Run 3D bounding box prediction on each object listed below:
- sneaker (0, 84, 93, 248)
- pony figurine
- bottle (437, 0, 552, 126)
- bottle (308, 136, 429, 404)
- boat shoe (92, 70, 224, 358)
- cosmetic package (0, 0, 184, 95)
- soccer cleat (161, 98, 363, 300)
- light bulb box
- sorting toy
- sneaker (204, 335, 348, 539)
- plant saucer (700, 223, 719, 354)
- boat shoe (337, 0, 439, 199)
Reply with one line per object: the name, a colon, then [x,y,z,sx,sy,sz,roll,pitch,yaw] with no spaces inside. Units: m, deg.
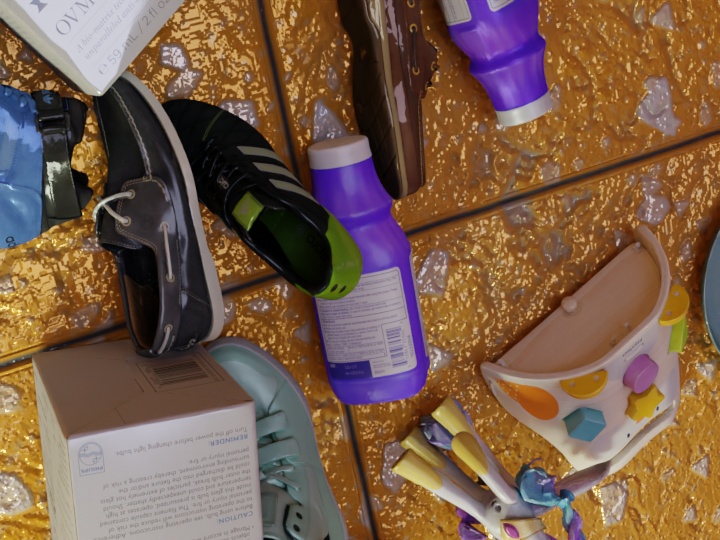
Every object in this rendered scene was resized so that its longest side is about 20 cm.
sneaker: [-0.244,-0.116,0.754,0.110,0.077,0.203,-20,112,-13]
pony figurine: [0.120,0.196,0.926,0.200,0.193,0.167,42,95,2]
bottle: [0.100,-0.216,0.889,0.083,0.065,0.203,-40,116,-41]
bottle: [0.000,0.000,0.877,0.082,0.065,0.204,-9,105,10]
boat shoe: [-0.154,-0.040,0.796,0.067,0.071,0.204,-18,95,-39]
cosmetic package: [-0.186,-0.257,0.731,0.200,0.123,0.200,43,82,-23]
soccer cleat: [-0.079,-0.055,0.800,0.199,0.081,0.068,41,101,9]
light bulb box: [-0.149,0.169,0.785,0.123,0.198,0.204,-7,104,-20]
sorting toy: [0.231,0.099,1.010,0.199,0.107,0.181,-39,132,-12]
sneaker: [-0.069,0.147,0.840,0.073,0.118,0.203,-26,93,9]
plant saucer: [0.403,0.006,1.091,0.197,0.027,0.204,-5,103,-23]
boat shoe: [0.031,-0.158,0.871,0.066,0.072,0.204,-13,103,-18]
